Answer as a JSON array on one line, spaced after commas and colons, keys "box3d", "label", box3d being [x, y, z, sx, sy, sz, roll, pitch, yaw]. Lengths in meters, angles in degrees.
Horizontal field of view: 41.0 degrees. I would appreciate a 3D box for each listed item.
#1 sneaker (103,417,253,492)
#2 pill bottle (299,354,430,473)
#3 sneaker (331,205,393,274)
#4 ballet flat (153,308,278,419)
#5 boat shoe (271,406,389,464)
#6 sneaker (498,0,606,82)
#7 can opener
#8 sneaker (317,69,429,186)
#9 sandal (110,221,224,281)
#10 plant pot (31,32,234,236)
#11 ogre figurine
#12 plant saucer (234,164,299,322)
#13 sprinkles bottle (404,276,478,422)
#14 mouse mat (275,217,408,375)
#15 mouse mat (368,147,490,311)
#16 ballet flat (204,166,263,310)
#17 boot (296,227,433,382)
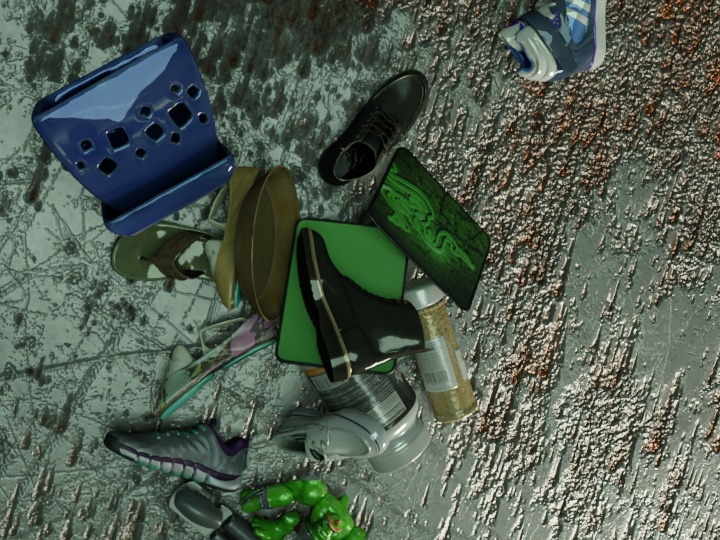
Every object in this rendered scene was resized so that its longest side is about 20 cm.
[{"box3d": [-0.244, 0.231, 1.302, 0.199, 0.074, 0.088, 24, 79, -25], "label": "sneaker"}, {"box3d": [0.008, 0.170, 1.322, 0.116, 0.116, 0.201, -34, 104, -7], "label": "pill bottle"}, {"box3d": [0.000, 0.000, 1.306, 0.079, 0.075, 0.201, 34, 89, 20], "label": "sneaker"}, {"box3d": [-0.205, 0.117, 1.296, 0.199, 0.069, 0.071, -34, 86, -11], "label": "ballet flat"}, {"box3d": [-0.043, 0.228, 1.273, 0.067, 0.199, 0.074, -41, 108, -32], "label": "boat shoe"}, {"box3d": [0.258, -0.363, 1.328, 0.145, 0.081, 0.202, -13, 106, -16], "label": "sneaker"}, {"box3d": [-0.183, 0.369, 1.325, 0.053, 0.067, 0.200, -43, 105, 8], "label": "can opener"}, {"box3d": [0.031, -0.187, 1.284, 0.075, 0.106, 0.200, 42, 87, -15], "label": "sneaker"}, {"box3d": [-0.227, -0.021, 1.270, 0.198, 0.057, 0.081, 3, 97, -14], "label": "sandal"}, {"box3d": [-0.267, -0.163, 1.175, 0.199, 0.200, 0.181, -30, 110, -8], "label": "plant pot"}, {"box3d": [-0.068, 0.362, 1.343, 0.120, 0.098, 0.201, -39, 75, 8], "label": "ogre figurine"}, {"box3d": [-0.122, -0.035, 1.237, 0.035, 0.200, 0.203, 4, 97, 13], "label": "plant saucer"}, {"box3d": [0.107, 0.112, 1.362, 0.068, 0.068, 0.202, -20, 102, -10], "label": "sprinkles bottle"}, {"box3d": [-0.022, 0.031, 1.263, 0.159, 0.008, 0.202, 7, 73, 5], "label": "mouse mat"}, {"box3d": [0.098, -0.057, 1.303, 0.200, 0.008, 0.162, 43, 43, -17], "label": "mouse mat"}, {"box3d": [-0.171, -0.044, 1.255, 0.062, 0.069, 0.202, 9, 65, 0], "label": "ballet flat"}, {"box3d": [0.001, 0.033, 1.232, 0.137, 0.078, 0.202, -12, 75, -14], "label": "boot"}]
